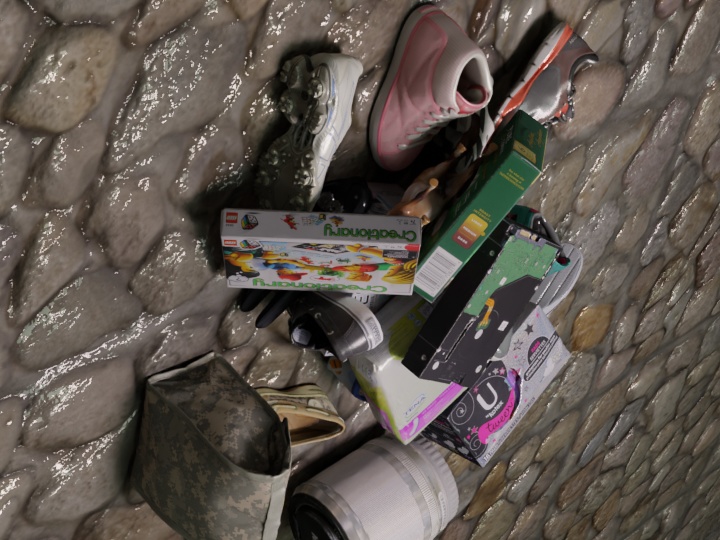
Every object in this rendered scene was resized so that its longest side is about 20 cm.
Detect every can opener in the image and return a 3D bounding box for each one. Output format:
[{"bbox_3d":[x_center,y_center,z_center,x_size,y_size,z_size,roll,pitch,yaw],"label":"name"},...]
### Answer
[{"bbox_3d":[-0.056,-0.018,1.540,0.201,0.063,0.079,-53,150,4],"label":"can opener"}]

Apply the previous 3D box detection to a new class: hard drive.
[{"bbox_3d":[0.139,0.037,1.607,0.201,0.038,0.139,-57,150,11],"label":"hard drive"}]

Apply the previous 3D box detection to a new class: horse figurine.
[{"bbox_3d":[0.072,-0.082,1.509,0.200,0.050,0.132,-49,-175,-32],"label":"horse figurine"}]

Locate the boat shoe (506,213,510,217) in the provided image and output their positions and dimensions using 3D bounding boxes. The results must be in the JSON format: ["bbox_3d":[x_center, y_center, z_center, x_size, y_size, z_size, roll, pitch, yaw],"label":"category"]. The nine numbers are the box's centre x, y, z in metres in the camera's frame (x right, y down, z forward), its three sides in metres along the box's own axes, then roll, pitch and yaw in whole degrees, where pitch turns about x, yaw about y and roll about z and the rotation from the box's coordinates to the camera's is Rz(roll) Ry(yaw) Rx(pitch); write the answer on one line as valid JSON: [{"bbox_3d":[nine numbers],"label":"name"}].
[{"bbox_3d":[0.154,-0.080,1.673,0.073,0.063,0.201,-28,168,-37],"label":"boat shoe"}]

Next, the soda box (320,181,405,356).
[{"bbox_3d":[0.000,0.000,1.625,0.063,0.068,0.201,0,124,-42],"label":"soda box"}]

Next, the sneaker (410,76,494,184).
[{"bbox_3d":[0.115,-0.139,1.621,0.088,0.074,0.201,-24,142,-34],"label":"sneaker"}]

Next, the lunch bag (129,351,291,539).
[{"bbox_3d":[-0.148,0.217,1.546,0.117,0.200,0.165,-20,138,-39],"label":"lunch bag"}]

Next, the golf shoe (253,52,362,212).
[{"bbox_3d":[-0.043,-0.127,1.430,0.097,0.078,0.201,-24,143,-47],"label":"golf shoe"}]

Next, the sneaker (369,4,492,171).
[{"bbox_3d":[0.076,-0.171,1.506,0.075,0.105,0.201,-22,141,-40],"label":"sneaker"}]

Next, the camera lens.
[{"bbox_3d":[0.014,0.325,1.919,0.199,0.160,0.161,-28,144,-32],"label":"camera lens"}]

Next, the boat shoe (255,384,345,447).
[{"bbox_3d":[-0.099,0.184,1.709,0.199,0.063,0.074,-11,133,-47],"label":"boat shoe"}]

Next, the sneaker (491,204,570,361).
[{"bbox_3d":[0.202,0.011,1.766,0.083,0.120,0.202,5,83,-50],"label":"sneaker"}]

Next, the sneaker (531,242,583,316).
[{"bbox_3d":[0.242,0.043,2.015,0.200,0.073,0.071,-50,170,7],"label":"sneaker"}]

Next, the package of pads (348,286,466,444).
[{"bbox_3d":[0.066,0.103,1.686,0.154,0.068,0.201,-40,146,-15],"label":"package of pads"}]

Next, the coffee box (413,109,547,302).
[{"bbox_3d":[0.126,-0.069,1.532,0.200,0.044,0.123,-52,-172,27],"label":"coffee box"}]

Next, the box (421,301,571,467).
[{"bbox_3d":[0.159,0.134,1.877,0.200,0.132,0.115,-49,127,-15],"label":"box"}]

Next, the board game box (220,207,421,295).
[{"bbox_3d":[-0.041,-0.018,1.441,0.198,0.035,0.126,2,156,-1],"label":"board game box"}]

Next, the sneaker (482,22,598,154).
[{"bbox_3d":[0.208,-0.189,1.660,0.201,0.082,0.077,-56,-178,10],"label":"sneaker"}]

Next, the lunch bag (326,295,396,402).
[{"bbox_3d":[0.056,0.076,1.786,0.200,0.075,0.160,-51,152,4],"label":"lunch bag"}]

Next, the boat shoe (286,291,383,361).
[{"bbox_3d":[-0.046,0.060,1.535,0.066,0.200,0.070,-32,114,-18],"label":"boat shoe"}]
